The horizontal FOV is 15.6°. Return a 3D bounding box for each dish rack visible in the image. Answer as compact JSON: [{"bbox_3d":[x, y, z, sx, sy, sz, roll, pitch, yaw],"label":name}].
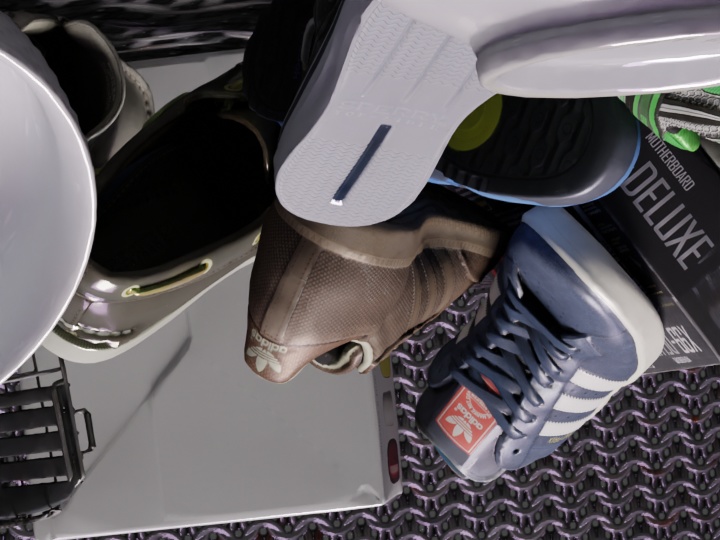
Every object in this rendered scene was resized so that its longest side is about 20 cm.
[{"bbox_3d":[-0.180,0.012,1.105,0.054,0.201,0.153,-12,-179,-36],"label":"dish rack"}]

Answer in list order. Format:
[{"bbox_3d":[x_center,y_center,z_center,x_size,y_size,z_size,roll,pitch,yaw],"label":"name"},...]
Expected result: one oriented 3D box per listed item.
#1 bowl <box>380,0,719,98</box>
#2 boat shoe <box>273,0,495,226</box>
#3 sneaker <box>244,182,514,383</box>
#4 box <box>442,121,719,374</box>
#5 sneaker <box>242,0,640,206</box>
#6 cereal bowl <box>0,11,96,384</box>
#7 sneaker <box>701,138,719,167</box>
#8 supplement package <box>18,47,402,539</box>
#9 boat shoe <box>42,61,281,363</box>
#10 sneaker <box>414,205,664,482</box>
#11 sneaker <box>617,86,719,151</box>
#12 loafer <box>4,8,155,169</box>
[{"bbox_3d":[0.071,-0.094,0.641,0.200,0.091,0.201,-4,176,0],"label":"bowl"},{"bbox_3d":[0.018,-0.088,0.833,0.072,0.071,0.200,11,150,-24],"label":"boat shoe"},{"bbox_3d":[0.000,0.000,1.030,0.070,0.076,0.200,32,-169,17],"label":"sneaker"},{"bbox_3d":[0.087,-0.031,1.094,0.050,0.158,0.200,-39,-176,-13],"label":"box"},{"bbox_3d":[0.042,-0.061,0.962,0.078,0.066,0.200,19,179,-40],"label":"sneaker"},{"bbox_3d":[-0.192,-0.030,0.863,0.199,0.083,0.201,-14,136,-14],"label":"cereal bowl"},{"bbox_3d":[0.194,-0.075,1.129,0.199,0.089,0.074,-6,175,-12],"label":"sneaker"},{"bbox_3d":[-0.069,0.010,1.167,0.155,0.201,0.111,-6,178,4],"label":"supplement package"},{"bbox_3d":[-0.051,-0.040,1.041,0.202,0.072,0.060,-42,176,-33],"label":"boat shoe"},{"bbox_3d":[0.065,0.040,1.062,0.084,0.075,0.200,-38,164,-13],"label":"sneaker"},{"bbox_3d":[0.133,-0.082,0.796,0.078,0.085,0.200,-47,-165,-16],"label":"sneaker"},{"bbox_3d":[-0.118,-0.063,1.004,0.069,0.070,0.200,-8,179,18],"label":"loafer"}]
